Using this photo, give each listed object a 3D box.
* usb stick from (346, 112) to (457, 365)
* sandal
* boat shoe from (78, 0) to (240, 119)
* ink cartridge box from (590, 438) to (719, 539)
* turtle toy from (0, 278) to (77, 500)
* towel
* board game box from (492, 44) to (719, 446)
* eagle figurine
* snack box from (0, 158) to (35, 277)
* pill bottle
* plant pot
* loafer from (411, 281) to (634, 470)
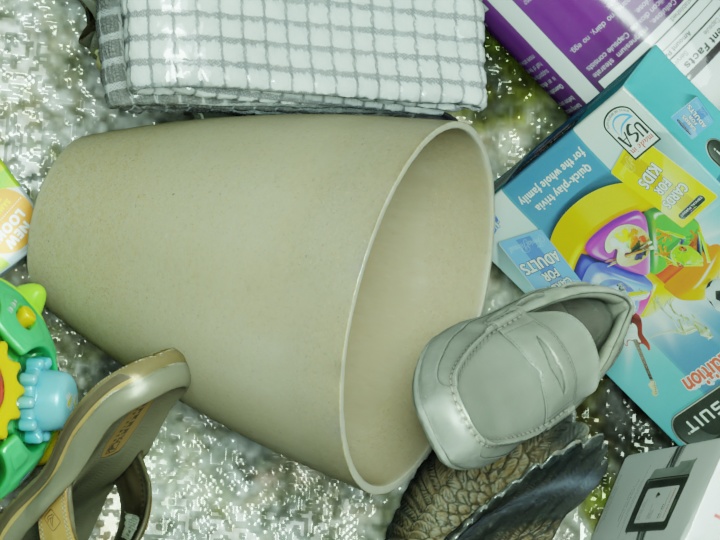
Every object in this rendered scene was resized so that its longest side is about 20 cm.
[{"bbox_3d":[0.000,0.000,1.514,0.055,0.033,0.200,23,78,-11],"label":"usb stick"},{"bbox_3d":[-0.129,0.116,1.389,0.054,0.200,0.080,47,40,14],"label":"sandal"},{"bbox_3d":[-0.126,-0.139,1.479,0.060,0.072,0.202,-37,104,-1],"label":"boat shoe"},{"bbox_3d":[0.205,0.142,1.458,0.116,0.200,0.068,27,78,-9],"label":"ink cartridge box"},{"bbox_3d":[-0.218,0.075,1.361,0.146,0.101,0.200,48,68,-13],"label":"turtle toy"},{"bbox_3d":[-0.038,-0.159,1.436,0.200,0.086,0.166,1,80,-26],"label":"towel"},{"bbox_3d":[0.172,0.000,1.492,0.200,0.151,0.047,45,46,-4],"label":"board game box"},{"bbox_3d":[0.058,0.165,1.455,0.151,0.152,0.201,-3,102,-49],"label":"eagle figurine"},{"bbox_3d":[-0.278,-0.014,1.439,0.200,0.053,0.142,-38,94,-15],"label":"snack box"},{"bbox_3d":[0.140,-0.135,1.522,0.200,0.112,0.112,46,76,-5],"label":"pill bottle"},{"bbox_3d":[-0.059,-0.003,1.423,0.200,0.187,0.188,14,78,22],"label":"plant pot"},{"bbox_3d":[0.083,0.046,1.417,0.070,0.200,0.070,-24,97,26],"label":"loafer"}]
